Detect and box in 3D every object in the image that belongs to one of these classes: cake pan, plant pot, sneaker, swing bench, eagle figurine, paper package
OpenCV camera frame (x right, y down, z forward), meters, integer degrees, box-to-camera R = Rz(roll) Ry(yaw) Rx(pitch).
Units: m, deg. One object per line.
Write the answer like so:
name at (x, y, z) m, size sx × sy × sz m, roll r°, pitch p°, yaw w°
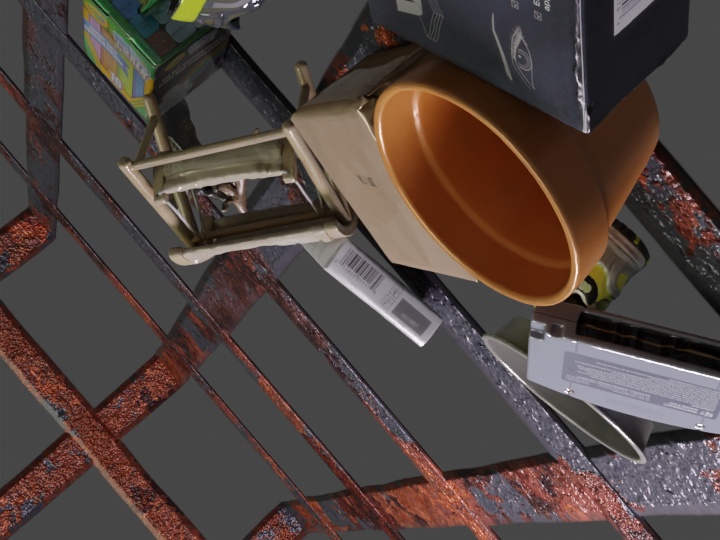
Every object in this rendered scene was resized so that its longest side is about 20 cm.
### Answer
cake pan at (0.209, 0.114, 1.166) m, size 0.200 × 0.037 × 0.200 m, roll 39°, pitch 174°, yaw 5°
plant pot at (0.127, -0.094, 0.878) m, size 0.200 × 0.140 × 0.201 m, roll 42°, pitch 159°, yaw 20°
sneaker at (-0.120, -0.298, 1.148) m, size 0.080 × 0.075 × 0.200 m, roll 15°, pitch 158°, yaw -23°
swing bench at (-0.124, -0.096, 1.286) m, size 0.197 × 0.130 × 0.201 m, roll -10°, pitch 130°, yaw 16°
eagle figurine at (-0.220, -0.143, 1.550) m, size 0.199 × 0.152 × 0.151 m, roll 31°, pitch 174°, yaw 29°
sneaker at (0.184, 0.017, 1.053) m, size 0.075 × 0.076 × 0.200 m, roll 43°, pitch 161°, yaw 10°
paper package at (0.050, -0.097, 1.055) m, size 0.191 × 0.103 × 0.200 m, roll 55°, pitch 167°, yaw -16°

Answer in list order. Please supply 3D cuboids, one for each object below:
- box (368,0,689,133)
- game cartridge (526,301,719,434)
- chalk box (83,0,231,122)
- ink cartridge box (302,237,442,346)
box at (0.096, -0.227, 0.735) m, size 0.199 × 0.117 × 0.198 m, roll 35°, pitch 155°, yaw 32°
game cartridge at (0.240, 0.086, 1.002) m, size 0.198 × 0.041 × 0.134 m, roll 15°, pitch 152°, yaw 13°
chalk box at (-0.225, -0.280, 1.310) m, size 0.124 × 0.124 × 0.200 m, roll 47°, pitch 159°, yaw 4°
ink cartridge box at (0.000, 0.000, 1.423) m, size 0.162 × 0.057 × 0.200 m, roll 39°, pitch -174°, yaw -23°
